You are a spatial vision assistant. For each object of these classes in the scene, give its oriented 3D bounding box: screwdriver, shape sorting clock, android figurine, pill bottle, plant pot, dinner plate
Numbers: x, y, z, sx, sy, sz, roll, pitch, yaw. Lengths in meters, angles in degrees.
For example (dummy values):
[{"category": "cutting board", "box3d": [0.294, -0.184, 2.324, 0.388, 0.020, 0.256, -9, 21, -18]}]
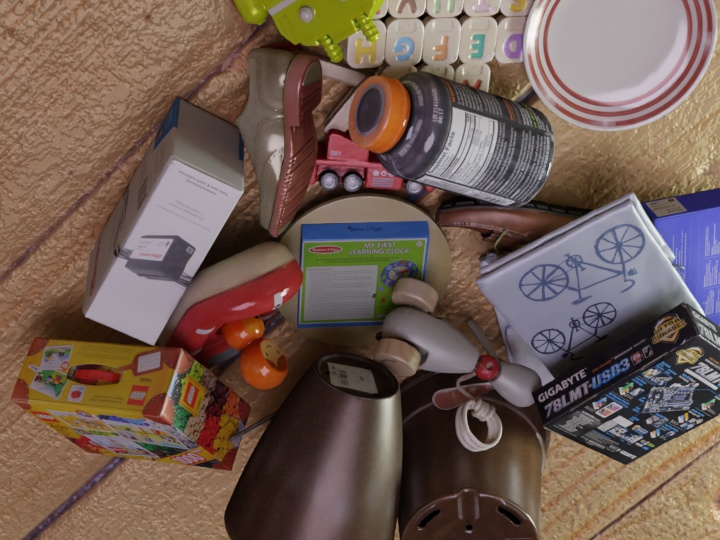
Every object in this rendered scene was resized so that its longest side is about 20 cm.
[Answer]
[{"category": "screwdriver", "box3d": [-0.074, 0.149, 1.726, 0.028, 0.199, 0.029, 12, 121, 37]}, {"category": "shape sorting clock", "box3d": [0.000, 0.000, 1.714, 0.198, 0.039, 0.201, -4, 131, -5]}, {"category": "android figurine", "box3d": [-0.051, -0.295, 1.498, 0.181, 0.041, 0.201, -23, 100, 31]}, {"category": "pill bottle", "box3d": [0.086, -0.133, 1.562, 0.199, 0.107, 0.107, 14, 120, -34]}, {"category": "plant pot", "box3d": [-0.031, 0.195, 1.664, 0.185, 0.187, 0.202, 12, 114, -11]}, {"category": "plant pot", "box3d": [0.118, 0.240, 1.759, 0.198, 0.199, 0.202, 1, 121, 2]}, {"category": "dinner plate", "box3d": [0.261, -0.237, 1.608, 0.198, 0.024, 0.202, -3, 120, -5]}]

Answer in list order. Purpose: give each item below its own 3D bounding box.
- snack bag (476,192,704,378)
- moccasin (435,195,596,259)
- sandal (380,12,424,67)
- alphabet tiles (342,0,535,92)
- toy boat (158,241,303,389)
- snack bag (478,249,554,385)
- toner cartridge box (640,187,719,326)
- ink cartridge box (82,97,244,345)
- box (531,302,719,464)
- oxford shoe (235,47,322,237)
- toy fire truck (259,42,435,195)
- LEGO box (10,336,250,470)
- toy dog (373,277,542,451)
[{"category": "snack bag", "box3d": [0.248, 0.027, 1.673, 0.188, 0.022, 0.200, -29, 125, 19]}, {"category": "moccasin", "box3d": [0.176, -0.037, 1.687, 0.199, 0.074, 0.079, 8, 100, -14]}, {"category": "sandal", "box3d": [-0.001, -0.271, 1.556, 0.200, 0.048, 0.075, 39, 110, -22]}, {"category": "alphabet tiles", "box3d": [0.080, -0.250, 1.563, 0.198, 0.015, 0.197, -4, 118, -19]}, {"category": "toy boat", "box3d": [-0.119, 0.063, 1.646, 0.130, 0.131, 0.200, -26, 165, -32]}, {"category": "snack bag", "box3d": [0.244, 0.042, 1.768, 0.187, 0.021, 0.201, -16, 119, 5]}, {"category": "toner cartridge box", "box3d": [0.353, 0.015, 1.727, 0.094, 0.043, 0.202, -9, 120, -8]}, {"category": "ink cartridge box", "box3d": [-0.198, -0.050, 1.610, 0.083, 0.145, 0.201, 25, 115, -18]}, {"category": "box", "box3d": [0.317, 0.128, 1.719, 0.198, 0.050, 0.199, -35, 144, 23]}, {"category": "oxford shoe", "box3d": [-0.085, -0.129, 1.575, 0.073, 0.071, 0.202, 19, 120, 16]}, {"category": "toy fire truck", "box3d": [-0.010, -0.154, 1.621, 0.198, 0.049, 0.142, 3, 118, -7]}, {"category": "LEGO box", "box3d": [-0.239, 0.140, 1.676, 0.198, 0.078, 0.149, 2, 153, 31]}, {"category": "toy dog", "box3d": [0.090, 0.096, 1.717, 0.200, 0.096, 0.132, 48, 67, -9]}]
